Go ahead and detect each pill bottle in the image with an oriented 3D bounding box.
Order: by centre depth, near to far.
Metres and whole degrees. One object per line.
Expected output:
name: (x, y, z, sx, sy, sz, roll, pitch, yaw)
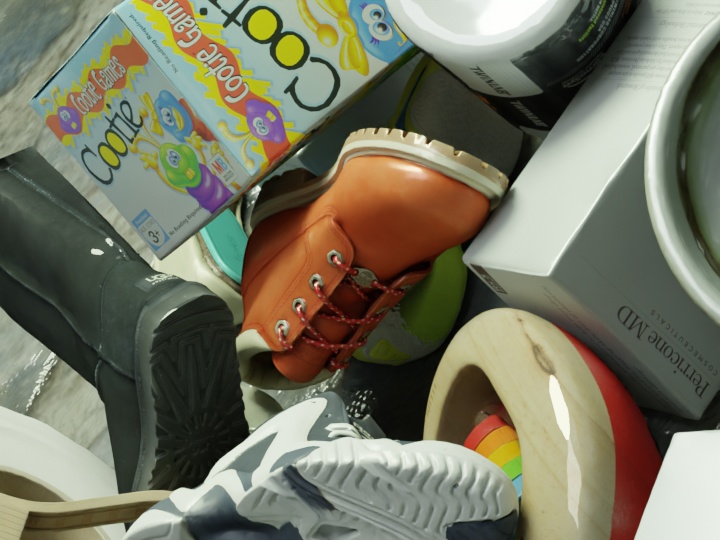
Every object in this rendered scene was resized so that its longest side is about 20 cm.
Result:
pill bottle: (0.089, -0.123, 1.407, 0.106, 0.200, 0.107, -5, 76, 20)

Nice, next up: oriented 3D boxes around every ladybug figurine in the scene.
ladybug figurine: (0.083, 0.095, 1.273, 0.200, 0.072, 0.136, -114, 35, -57)

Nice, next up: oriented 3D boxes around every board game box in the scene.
board game box: (-0.046, -0.112, 1.452, 0.200, 0.103, 0.105, -40, 1, -38)

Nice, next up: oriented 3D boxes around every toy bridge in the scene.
toy bridge: (-0.073, 0.139, 1.347, 0.027, 0.199, 0.067, 112, 175, -54)

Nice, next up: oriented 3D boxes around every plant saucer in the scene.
plant saucer: (0.222, -0.038, 1.254, 0.199, 0.050, 0.201, -4, 67, 8)

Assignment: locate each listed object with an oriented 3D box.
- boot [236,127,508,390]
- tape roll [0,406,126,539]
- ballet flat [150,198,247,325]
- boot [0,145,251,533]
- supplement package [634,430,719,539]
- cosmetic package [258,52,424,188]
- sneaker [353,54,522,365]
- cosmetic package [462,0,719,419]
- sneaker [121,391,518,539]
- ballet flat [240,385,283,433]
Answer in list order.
boot: (0.000, 0.000, 1.376, 0.200, 0.075, 0.108, -27, 42, 61)
tape roll: (-0.172, 0.153, 1.401, 0.071, 0.202, 0.203, -52, 28, 24)
ballet flat: (-0.100, -0.029, 1.656, 0.069, 0.069, 0.200, -36, 34, 16)
boot: (-0.130, 0.048, 1.452, 0.065, 0.165, 0.200, -12, 28, -34)
supplement package: (0.196, 0.146, 1.077, 0.200, 0.111, 0.156, -7, 50, 45)
cosmetic package: (0.016, -0.125, 1.614, 0.200, 0.074, 0.102, -54, 33, -13)
sneaker: (0.015, -0.041, 1.521, 0.105, 0.076, 0.200, -11, 47, 43)
cosmetic package: (0.151, -0.046, 1.330, 0.200, 0.113, 0.081, -57, 26, -13)
sneaker: (0.001, 0.092, 1.287, 0.199, 0.080, 0.130, -24, 14, 38)
ballet flat: (-0.068, 0.086, 1.479, 0.068, 0.072, 0.200, -47, 29, -26)
